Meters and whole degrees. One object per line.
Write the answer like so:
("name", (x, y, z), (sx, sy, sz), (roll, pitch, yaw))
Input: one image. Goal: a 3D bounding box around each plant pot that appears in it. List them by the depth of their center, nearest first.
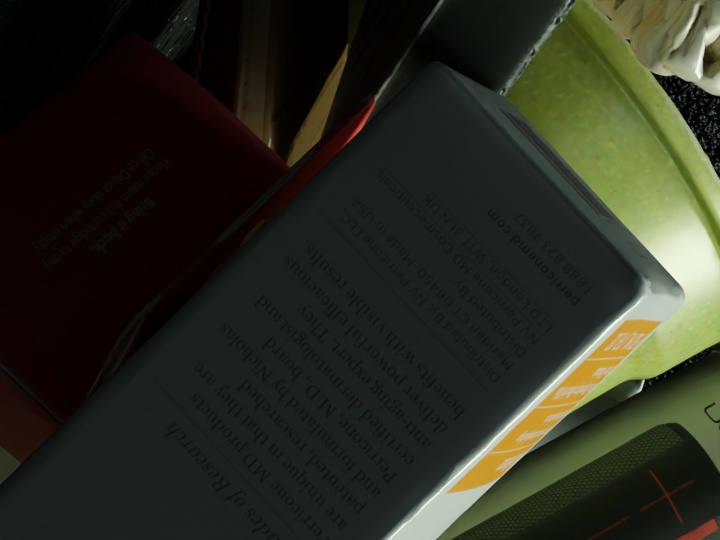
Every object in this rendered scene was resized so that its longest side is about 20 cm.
("plant pot", (0.000, 0.000, 0.966), (0.184, 0.201, 0.200), (-38, 176, -9))

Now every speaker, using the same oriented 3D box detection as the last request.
("speaker", (0.061, 0.105, 0.987), (0.200, 0.081, 0.081), (-27, 172, -15))

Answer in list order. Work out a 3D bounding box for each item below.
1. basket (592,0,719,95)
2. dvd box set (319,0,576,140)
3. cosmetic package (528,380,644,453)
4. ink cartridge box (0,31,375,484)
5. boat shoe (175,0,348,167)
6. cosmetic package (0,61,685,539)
("basket", (0.165, -0.140, 0.841), (0.200, 0.160, 0.198), (-61, -157, 16))
("dvd box set", (0.044, -0.118, 0.780), (0.146, 0.029, 0.200), (-54, -166, 46))
("cosmetic package", (0.004, 0.040, 1.112), (0.113, 0.199, 0.081), (-38, 149, -75))
("ink cartridge box", (-0.087, 0.020, 0.746), (0.116, 0.067, 0.200), (-46, 176, -46))
("boat shoe", (-0.052, -0.019, 0.819), (0.072, 0.072, 0.200), (-63, 167, -49))
("cosmetic package", (-0.023, 0.049, 0.675), (0.200, 0.071, 0.101), (-44, 171, 8))
